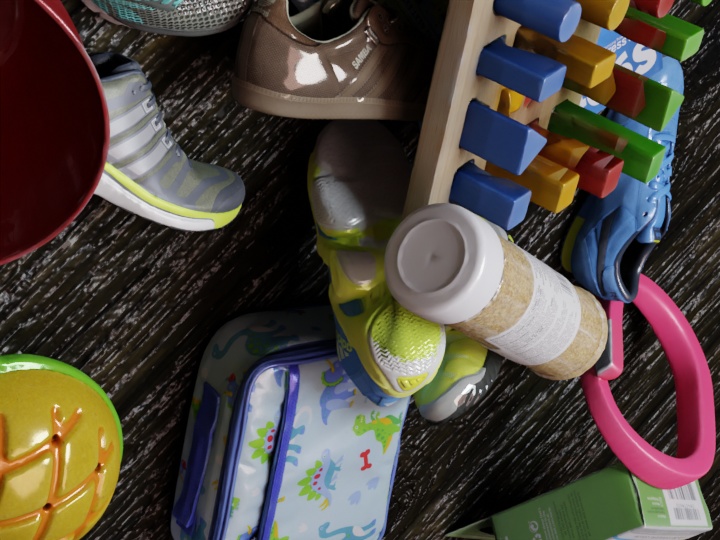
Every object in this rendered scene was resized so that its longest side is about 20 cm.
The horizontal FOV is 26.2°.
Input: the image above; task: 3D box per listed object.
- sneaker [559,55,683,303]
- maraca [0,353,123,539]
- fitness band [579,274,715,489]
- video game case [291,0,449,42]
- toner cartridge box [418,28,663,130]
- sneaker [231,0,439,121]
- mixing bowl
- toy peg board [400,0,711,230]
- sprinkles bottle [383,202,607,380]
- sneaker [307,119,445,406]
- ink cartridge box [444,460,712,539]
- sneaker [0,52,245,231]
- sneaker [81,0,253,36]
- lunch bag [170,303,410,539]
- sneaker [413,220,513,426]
[{"bbox_3d":[0.226,-0.070,1.223,0.066,0.078,0.200,2,112,-40],"label":"sneaker"},{"bbox_3d":[-0.221,0.105,0.918,0.137,0.107,0.200,-51,137,-6],"label":"maraca"},{"bbox_3d":[0.236,0.088,1.272,0.037,0.200,0.144,-32,118,33],"label":"fitness band"},{"bbox_3d":[0.025,-0.228,0.987,0.182,0.022,0.200,-49,138,-6],"label":"video game case"},{"bbox_3d":[0.131,-0.143,1.118,0.200,0.043,0.095,-35,133,-20],"label":"toner cartridge box"},{"bbox_3d":[0.010,-0.137,0.962,0.200,0.070,0.076,-9,118,-44],"label":"sneaker"},{"bbox_3d":[-0.223,-0.104,0.759,0.200,0.108,0.200,-4,133,-5],"label":"mixing bowl"},{"bbox_3d":[0.135,-0.121,0.973,0.199,0.098,0.200,-34,144,-47],"label":"toy peg board"},{"bbox_3d":[0.090,0.018,0.974,0.068,0.068,0.200,-57,146,3],"label":"sprinkles bottle"},{"bbox_3d":[0.000,0.000,1.027,0.076,0.200,0.105,-1,150,-15],"label":"sneaker"},{"bbox_3d":[0.181,0.220,1.298,0.200,0.059,0.104,-30,152,36],"label":"ink cartridge box"},{"bbox_3d":[-0.136,-0.080,0.904,0.200,0.074,0.081,21,98,-48],"label":"sneaker"},{"bbox_3d":[-0.127,-0.168,0.840,0.200,0.091,0.078,16,105,-46],"label":"sneaker"},{"bbox_3d":[-0.050,0.128,1.106,0.161,0.082,0.200,-4,117,-37],"label":"lunch bag"},{"bbox_3d":[0.055,0.025,1.082,0.076,0.200,0.075,39,124,-24],"label":"sneaker"}]
